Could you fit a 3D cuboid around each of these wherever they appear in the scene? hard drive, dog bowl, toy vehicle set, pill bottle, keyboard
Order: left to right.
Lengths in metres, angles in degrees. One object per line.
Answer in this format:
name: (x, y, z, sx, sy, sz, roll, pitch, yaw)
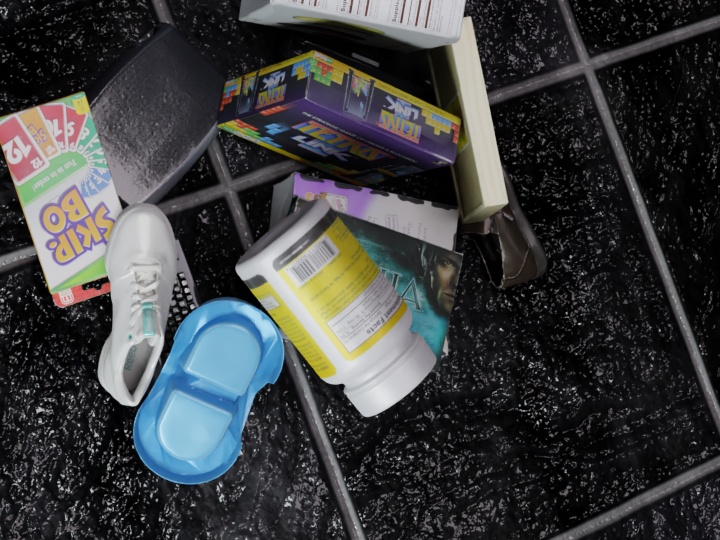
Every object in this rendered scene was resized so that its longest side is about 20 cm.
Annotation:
hard drive: (-0.222, -0.156, 1.720, 0.135, 0.042, 0.200, 44, 66, -12)
keyboard: (-0.165, 0.063, 1.717, 0.126, 0.021, 0.201, -20, 90, -23)
dog bowl: (-0.153, 0.116, 1.654, 0.111, 0.050, 0.201, 24, 102, -12)
pill bottle: (-0.021, 0.039, 1.629, 0.114, 0.114, 0.200, -42, 100, -25)
toy vehicle set: (0.113, -0.157, 1.763, 0.026, 0.124, 0.201, -10, 86, -9)

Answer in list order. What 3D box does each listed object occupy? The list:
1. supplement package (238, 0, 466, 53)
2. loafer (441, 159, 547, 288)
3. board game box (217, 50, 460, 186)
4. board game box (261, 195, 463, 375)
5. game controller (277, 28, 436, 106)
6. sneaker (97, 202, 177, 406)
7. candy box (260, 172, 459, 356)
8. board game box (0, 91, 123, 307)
supplement package: (-0.005, -0.319, 1.712, 0.199, 0.191, 0.148, 9, 91, -14)
loafer: (0.138, -0.067, 1.853, 0.071, 0.073, 0.201, -35, 96, -27)
board game box: (-0.023, -0.154, 1.723, 0.199, 0.165, 0.057, 20, 73, -33)
board game box: (0.004, 0.017, 1.722, 0.199, 0.028, 0.136, 18, 75, -20)
game controller: (0.003, -0.241, 1.848, 0.199, 0.042, 0.105, 20, 59, -21)
sneaker: (-0.215, 0.037, 1.630, 0.075, 0.088, 0.201, 3, 101, -18)
candy box: (0.000, 0.000, 1.780, 0.199, 0.071, 0.169, 11, 76, -22)
board game box: (-0.292, -0.069, 1.654, 0.095, 0.030, 0.201, -19, 101, -10)
